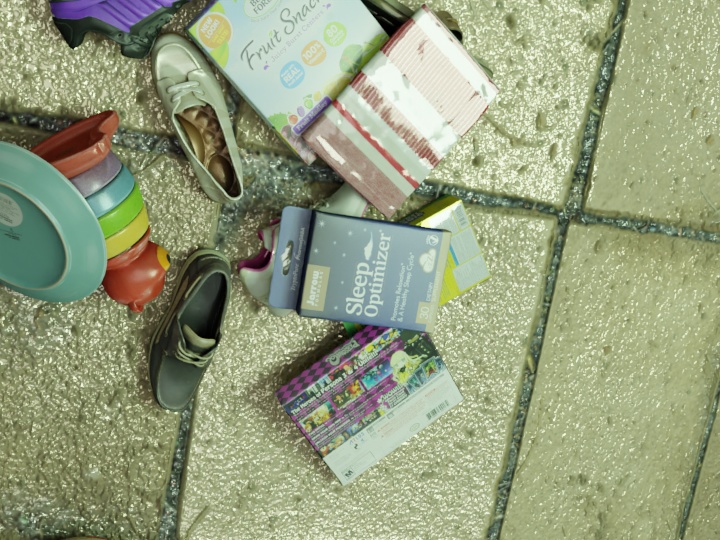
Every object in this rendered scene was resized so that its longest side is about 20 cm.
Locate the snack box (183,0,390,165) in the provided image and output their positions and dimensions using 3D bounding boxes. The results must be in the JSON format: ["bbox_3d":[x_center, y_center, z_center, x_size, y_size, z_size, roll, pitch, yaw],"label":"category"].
[{"bbox_3d":[-0.070,-0.251,1.012,0.169,0.068,0.200,-45,111,-2],"label":"snack box"}]

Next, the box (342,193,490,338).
[{"bbox_3d":[0.055,0.003,1.130,0.199,0.048,0.118,-29,112,-11],"label":"box"}]

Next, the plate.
[{"bbox_3d":[-0.356,-0.041,0.931,0.198,0.026,0.202,12,129,15],"label":"plate"}]

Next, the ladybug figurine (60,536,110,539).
[{"bbox_3d":[-0.314,0.391,1.098,0.199,0.072,0.136,36,91,-22],"label":"ladybug figurine"}]

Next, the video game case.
[{"bbox_3d":[0.016,0.158,1.136,0.199,0.036,0.182,-35,129,-4],"label":"video game case"}]

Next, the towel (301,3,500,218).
[{"bbox_3d":[0.048,-0.177,1.019,0.200,0.023,0.144,-47,116,3],"label":"towel"}]

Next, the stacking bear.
[{"bbox_3d":[-0.275,-0.051,0.980,0.113,0.122,0.202,-21,119,4],"label":"stacking bear"}]

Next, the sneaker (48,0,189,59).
[{"bbox_3d":[-0.227,-0.278,0.955,0.197,0.070,0.101,-10,106,-6],"label":"sneaker"}]

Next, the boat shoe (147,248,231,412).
[{"bbox_3d":[-0.200,0.075,1.051,0.074,0.073,0.202,12,100,-20],"label":"boat shoe"}]

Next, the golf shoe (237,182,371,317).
[{"bbox_3d":[-0.065,-0.042,1.066,0.091,0.075,0.201,37,90,-19],"label":"golf shoe"}]

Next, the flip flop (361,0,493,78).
[{"bbox_3d":[0.080,-0.282,1.054,0.199,0.081,0.058,32,79,-17],"label":"flip flop"}]

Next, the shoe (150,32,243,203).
[{"bbox_3d":[-0.176,-0.168,1.006,0.069,0.053,0.202,-24,110,-10],"label":"shoe"}]

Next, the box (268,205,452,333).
[{"bbox_3d":[0.000,0.000,1.036,0.197,0.032,0.123,8,99,-14],"label":"box"}]
